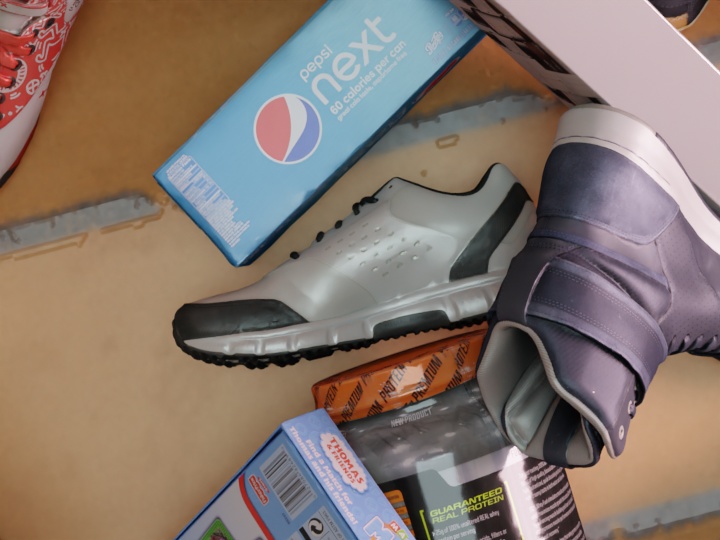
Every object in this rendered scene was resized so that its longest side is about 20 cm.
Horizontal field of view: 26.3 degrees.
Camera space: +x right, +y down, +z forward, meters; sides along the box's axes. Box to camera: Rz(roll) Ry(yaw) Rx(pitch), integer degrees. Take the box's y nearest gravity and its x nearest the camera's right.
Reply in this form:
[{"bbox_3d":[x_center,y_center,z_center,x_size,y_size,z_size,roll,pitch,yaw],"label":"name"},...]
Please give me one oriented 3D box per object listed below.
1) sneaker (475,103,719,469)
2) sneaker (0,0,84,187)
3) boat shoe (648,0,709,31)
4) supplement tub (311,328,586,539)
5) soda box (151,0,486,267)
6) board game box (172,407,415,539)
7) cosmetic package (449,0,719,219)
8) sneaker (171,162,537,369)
[{"bbox_3d":[0.134,0.041,0.718,0.202,0.076,0.147,38,63,-32],"label":"sneaker"},{"bbox_3d":[-0.179,-0.124,0.756,0.067,0.108,0.203,30,91,1],"label":"sneaker"},{"bbox_3d":[0.185,-0.215,0.772,0.074,0.062,0.202,25,89,3],"label":"boat shoe"},{"bbox_3d":[0.049,0.138,0.746,0.121,0.123,0.202,-16,90,1],"label":"supplement tub"},{"bbox_3d":[-0.010,-0.093,0.773,0.200,0.068,0.064,-43,89,1],"label":"soda box"},{"bbox_3d":[-0.038,0.183,0.724,0.152,0.036,0.200,54,126,15],"label":"board game box"},{"bbox_3d":[0.120,-0.094,0.723,0.199,0.083,0.051,37,94,-26],"label":"cosmetic package"},{"bbox_3d":[0.000,0.000,0.777,0.198,0.074,0.081,-13,86,-7],"label":"sneaker"}]
